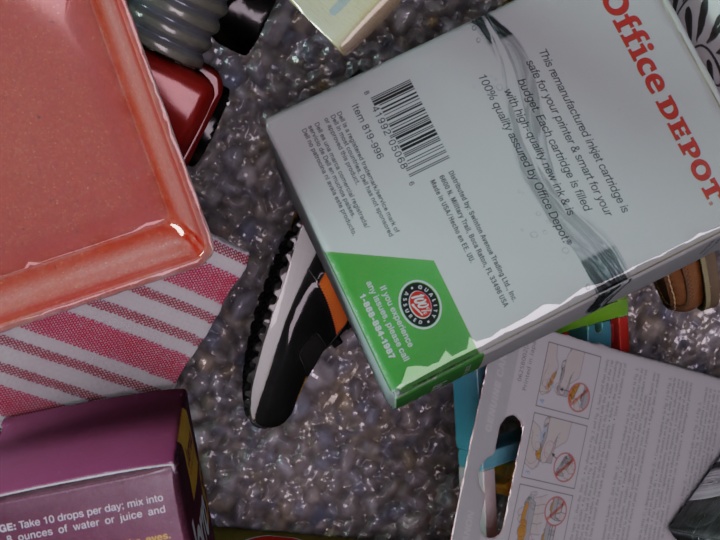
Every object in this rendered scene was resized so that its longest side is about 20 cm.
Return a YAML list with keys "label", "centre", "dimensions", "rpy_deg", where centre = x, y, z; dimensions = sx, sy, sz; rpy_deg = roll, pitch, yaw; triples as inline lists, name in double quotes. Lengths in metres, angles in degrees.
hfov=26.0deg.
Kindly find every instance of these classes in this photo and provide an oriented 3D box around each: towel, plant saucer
- label: "towel"
  centre: [-0.166, 0.040, 0.805]
  dimensions: [0.145, 0.030, 0.201]
  rpy_deg: [22, 114, -28]
- label: "plant saucer"
  centre: [-0.188, -0.069, 0.693]
  dimensions: [0.198, 0.037, 0.201]
  rpy_deg: [-18, 108, 3]

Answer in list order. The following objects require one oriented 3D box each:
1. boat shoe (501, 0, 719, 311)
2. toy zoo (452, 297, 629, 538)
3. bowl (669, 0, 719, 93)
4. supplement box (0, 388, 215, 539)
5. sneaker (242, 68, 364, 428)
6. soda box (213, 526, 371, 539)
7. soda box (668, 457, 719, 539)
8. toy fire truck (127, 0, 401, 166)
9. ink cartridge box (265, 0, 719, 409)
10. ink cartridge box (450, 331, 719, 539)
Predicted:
- label: "boat shoe"
  centre: [0.134, -0.065, 0.849]
  dimensions: [0.067, 0.072, 0.202]
  rpy_deg: [-21, 92, -4]
- label: "toy zoo"
  centre: [0.103, 0.086, 0.855]
  dimensions: [0.131, 0.020, 0.202]
  rpy_deg: [-12, 102, -43]
- label: "bowl"
  centre: [0.211, -0.130, 0.814]
  dimensions: [0.094, 0.201, 0.202]
  rpy_deg: [-17, 109, 41]
- label: "supplement box"
  centre: [-0.117, 0.176, 0.764]
  dimensions: [0.102, 0.131, 0.202]
  rpy_deg: [-10, 102, -2]
- label: "sneaker"
  centre: [0.000, 0.000, 0.840]
  dimensions: [0.089, 0.070, 0.202]
  rpy_deg: [18, 97, -8]
- label: "soda box"
  centre: [-0.015, 0.191, 0.880]
  dimensions: [0.198, 0.068, 0.065]
  rpy_deg: [7, 101, -9]
- label: "soda box"
  centre: [0.260, 0.093, 0.859]
  dimensions: [0.200, 0.071, 0.063]
  rpy_deg: [-48, 112, -21]
- label: "toy fire truck"
  centre: [-0.070, -0.123, 0.738]
  dimensions: [0.128, 0.200, 0.177]
  rpy_deg: [26, 97, -12]
- label: "ink cartridge box"
  centre: [0.073, -0.042, 0.755]
  dimensions: [0.199, 0.083, 0.148]
  rpy_deg: [-25, 80, -4]
- label: "ink cartridge box"
  centre: [0.126, 0.122, 0.846]
  dimensions: [0.199, 0.057, 0.164]
  rpy_deg: [16, 83, -26]
